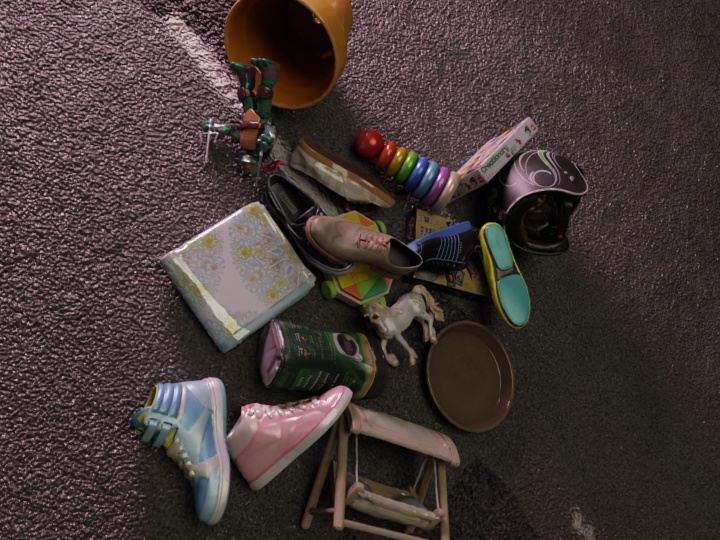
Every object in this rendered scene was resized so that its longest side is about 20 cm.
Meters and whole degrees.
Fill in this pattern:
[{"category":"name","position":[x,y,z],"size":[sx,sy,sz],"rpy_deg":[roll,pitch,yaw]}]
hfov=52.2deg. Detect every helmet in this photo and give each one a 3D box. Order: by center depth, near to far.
[{"category":"helmet","position":[0.339,-0.139,1.416],"size":[0.200,0.200,0.191],"rpy_deg":[33,29,-19]}]

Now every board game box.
[{"category":"board game box","position":[0.174,-0.024,1.372],"size":[0.199,0.035,0.136],"rpy_deg":[15,68,-27]},{"category":"board game box","position":[0.246,-0.212,1.419],"size":[0.035,0.126,0.200],"rpy_deg":[51,56,-8]}]

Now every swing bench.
[{"category":"swing bench","position":[0.037,0.313,1.126],"size":[0.198,0.130,0.201],"rpy_deg":[22,64,-24]}]

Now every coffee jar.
[{"category":"coffee jar","position":[-0.054,0.141,1.140],"size":[0.199,0.085,0.104],"rpy_deg":[12,34,-28]}]

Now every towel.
[{"category":"towel","position":[-0.183,0.005,1.137],"size":[0.200,0.048,0.171],"rpy_deg":[-37,93,-34]}]

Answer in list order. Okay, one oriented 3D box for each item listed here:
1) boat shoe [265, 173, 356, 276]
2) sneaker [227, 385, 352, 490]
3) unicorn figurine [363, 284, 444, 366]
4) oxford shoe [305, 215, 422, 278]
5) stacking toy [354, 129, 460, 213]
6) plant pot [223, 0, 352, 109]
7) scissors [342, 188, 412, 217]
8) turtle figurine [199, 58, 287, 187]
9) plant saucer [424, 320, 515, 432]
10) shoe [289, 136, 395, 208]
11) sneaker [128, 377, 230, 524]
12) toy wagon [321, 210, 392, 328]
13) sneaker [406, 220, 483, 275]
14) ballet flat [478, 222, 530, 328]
[{"category":"boat shoe","position":[-0.081,-0.076,1.179],"size":[0.072,0.068,0.200],"rpy_deg":[-37,80,-13]},{"category":"sneaker","position":[-0.112,0.215,1.070],"size":[0.200,0.075,0.105],"rpy_deg":[-41,92,-6]},{"category":"unicorn figurine","position":[0.066,0.090,1.237],"size":[0.200,0.074,0.138],"rpy_deg":[-48,118,-53]},{"category":"oxford shoe","position":[0.010,-0.044,1.146],"size":[0.199,0.075,0.071],"rpy_deg":[18,72,-31]},{"category":"stacking toy","position":[0.077,-0.186,1.333],"size":[0.200,0.085,0.086],"rpy_deg":[30,61,-6]},{"category":"plant pot","position":[-0.100,-0.404,1.239],"size":[0.200,0.200,0.183],"rpy_deg":[42,43,-14]},{"category":"scissors","position":[0.052,-0.130,1.344],"size":[0.199,0.014,0.073],"rpy_deg":[-1,73,-33]},{"category":"turtle figurine","position":[-0.179,-0.230,1.173],"size":[0.101,0.149,0.201],"rpy_deg":[6,90,-63]},{"category":"plant saucer","position":[0.194,0.190,1.321],"size":[0.199,0.029,0.201],"rpy_deg":[9,71,-28]},{"category":"shoe","position":[-0.031,-0.158,1.271],"size":[0.200,0.053,0.070],"rpy_deg":[30,19,-16]},{"category":"sneaker","position":[-0.250,0.245,1.002],"size":[0.130,0.080,0.201],"rpy_deg":[7,62,-32]},{"category":"toy wagon","position":[0.000,0.000,1.254],"size":[0.155,0.040,0.201],"rpy_deg":[-20,86,-34]},{"category":"sneaker","position":[0.139,-0.026,1.287],"size":[0.200,0.070,0.078],"rpy_deg":[-21,82,-34]},{"category":"ballet flat","position":[0.259,0.011,1.350],"size":[0.067,0.067,0.201],"rpy_deg":[-12,81,-18]}]
